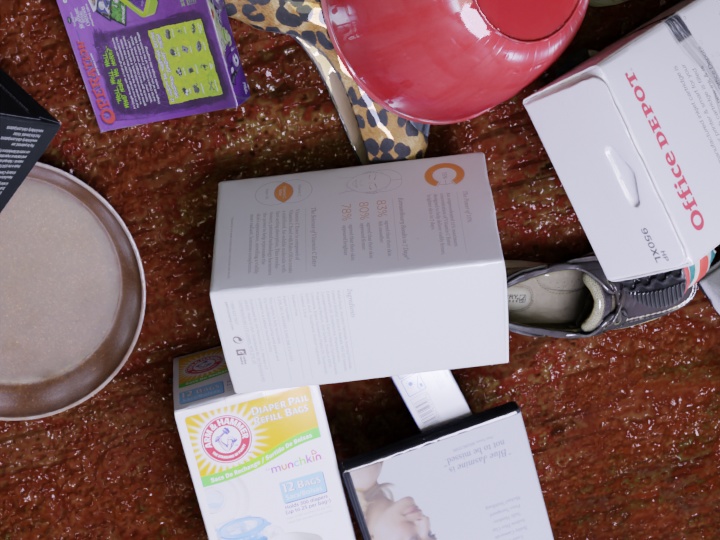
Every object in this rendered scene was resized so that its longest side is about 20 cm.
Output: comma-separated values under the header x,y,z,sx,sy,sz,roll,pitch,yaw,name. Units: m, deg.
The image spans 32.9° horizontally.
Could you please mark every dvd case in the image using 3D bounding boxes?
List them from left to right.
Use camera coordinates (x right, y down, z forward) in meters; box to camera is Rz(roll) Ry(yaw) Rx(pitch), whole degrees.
x,y,z,sx,sy,sz,roll,pitch,yaw,name
0.077,0.210,0.931,0.141,0.018,0.203,-18,111,-3,dvd case

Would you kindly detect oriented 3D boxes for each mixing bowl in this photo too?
x,y,z,sx,sy,sz,roll,pitch,yaw,name
0.082,-0.199,0.815,0.197,0.108,0.204,-5,99,-29,mixing bowl

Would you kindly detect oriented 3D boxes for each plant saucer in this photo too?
x,y,z,sx,sy,sz,roll,pitch,yaw,name
-0.259,0.012,0.906,0.197,0.035,0.204,-3,107,-8,plant saucer

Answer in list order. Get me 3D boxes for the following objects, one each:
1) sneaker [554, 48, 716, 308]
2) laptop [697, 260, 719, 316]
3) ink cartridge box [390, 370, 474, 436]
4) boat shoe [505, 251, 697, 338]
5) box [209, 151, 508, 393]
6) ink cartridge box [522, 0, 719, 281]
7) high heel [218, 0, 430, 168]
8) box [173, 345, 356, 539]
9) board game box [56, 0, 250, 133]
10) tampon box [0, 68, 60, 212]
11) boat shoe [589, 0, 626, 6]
x,y,z,sx,sy,sz,roll,pitch,yaw,name
0.213,-0.077,0.938,0.093,0.070,0.202,-24,89,-44,sneaker
0.395,0.028,1.002,0.186,0.117,0.200,-37,150,5,laptop
0.070,0.123,0.962,0.044,0.094,0.202,-27,110,1,ink cartridge box
0.178,0.023,0.960,0.196,0.065,0.074,-7,106,-8,boat shoe
0.000,0.000,0.868,0.196,0.125,0.099,-6,131,3,box
0.228,-0.105,0.855,0.199,0.084,0.146,-33,98,-32,ink cartridge box
-0.037,-0.131,0.875,0.197,0.072,0.145,10,108,-15,high heel
-0.071,0.161,0.948,0.111,0.102,0.203,-13,110,-5,box
-0.156,-0.201,0.827,0.118,0.032,0.203,-7,112,21,board game box
-0.327,-0.066,0.794,0.149,0.126,0.201,40,100,8,tampon box
0.250,-0.242,0.886,0.198,0.063,0.074,-27,110,0,boat shoe
